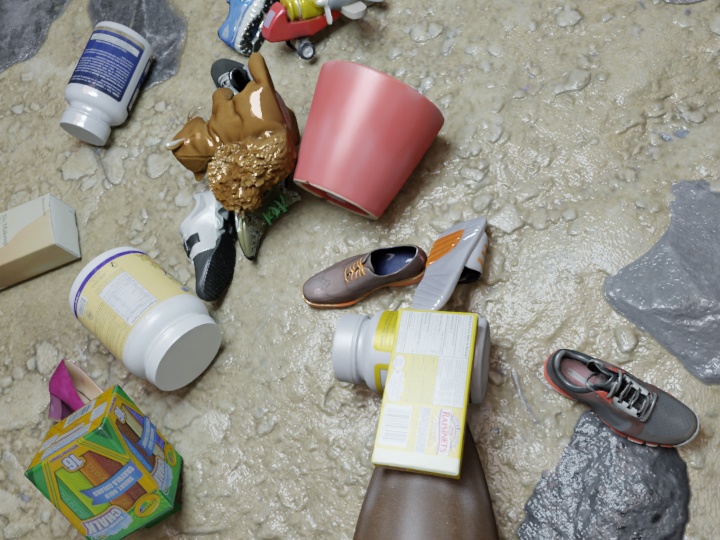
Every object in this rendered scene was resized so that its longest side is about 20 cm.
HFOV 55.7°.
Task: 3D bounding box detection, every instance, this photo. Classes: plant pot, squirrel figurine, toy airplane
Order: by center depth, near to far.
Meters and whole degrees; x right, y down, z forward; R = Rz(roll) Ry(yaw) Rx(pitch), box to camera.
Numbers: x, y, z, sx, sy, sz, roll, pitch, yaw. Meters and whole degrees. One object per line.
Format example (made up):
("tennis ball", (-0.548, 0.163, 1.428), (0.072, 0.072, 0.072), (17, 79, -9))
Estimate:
("plant pot", (0.083, 0.280, 0.838), (0.187, 0.187, 0.200), (-3, 57, 14))
("squirrel figurine", (-0.192, -0.185, 1.013), (0.186, 0.142, 0.200), (-19, 62, 8))
("plant pot", (-0.002, -0.184, 1.014), (0.200, 0.200, 0.178), (24, 90, 21))
("toy airplane", (-0.062, -0.469, 1.142), (0.200, 0.141, 0.199), (-1, 52, 28))

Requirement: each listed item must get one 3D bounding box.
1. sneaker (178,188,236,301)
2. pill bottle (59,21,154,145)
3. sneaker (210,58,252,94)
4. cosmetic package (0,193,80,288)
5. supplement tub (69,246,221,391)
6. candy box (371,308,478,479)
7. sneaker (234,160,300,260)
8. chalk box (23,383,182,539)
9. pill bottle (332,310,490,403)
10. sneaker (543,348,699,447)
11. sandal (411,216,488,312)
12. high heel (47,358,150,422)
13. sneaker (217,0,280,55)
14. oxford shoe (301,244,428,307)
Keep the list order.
("sneaker", (-0.249, -0.040, 1.088), (0.088, 0.074, 0.200), (-3, 61, 14))
("pill bottle", (-0.459, -0.331, 1.221), (0.111, 0.111, 0.200), (14, 75, 19))
("sneaker", (-0.201, -0.319, 1.143), (0.075, 0.116, 0.200), (-44, 67, -2))
("cosmetic package", (-0.594, -0.043, 1.172), (0.200, 0.071, 0.105), (-22, 67, 7))
("supplement tub", (-0.321, 0.072, 1.026), (0.200, 0.145, 0.145), (36, 84, 23))
("candy box", (0.081, 0.141, 0.819), (0.102, 0.026, 0.200), (5, 62, 15))
("sneaker", (-0.143, -0.111, 1.084), (0.088, 0.077, 0.200), (8, 76, 9))
("chalk box", (-0.334, 0.287, 0.945), (0.125, 0.124, 0.200), (-33, 109, 3))
("pill bottle", (0.070, 0.113, 0.921), (0.200, 0.114, 0.115), (4, 73, 16))
("sneaker", (0.322, 0.158, 0.853), (0.200, 0.082, 0.077), (23, 79, 22))
("sandal", (0.130, 0.005, 0.957), (0.079, 0.059, 0.207), (-13, 34, 42))
("high heel", (-0.402, 0.192, 1.045), (0.200, 0.067, 0.096), (4, 83, 20))
("sneaker", (-0.193, -0.488, 1.221), (0.089, 0.079, 0.200), (26, 80, 19))
("oxford shoe", (0.000, 0.000, 1.001), (0.200, 0.073, 0.071), (-19, 68, 9))
